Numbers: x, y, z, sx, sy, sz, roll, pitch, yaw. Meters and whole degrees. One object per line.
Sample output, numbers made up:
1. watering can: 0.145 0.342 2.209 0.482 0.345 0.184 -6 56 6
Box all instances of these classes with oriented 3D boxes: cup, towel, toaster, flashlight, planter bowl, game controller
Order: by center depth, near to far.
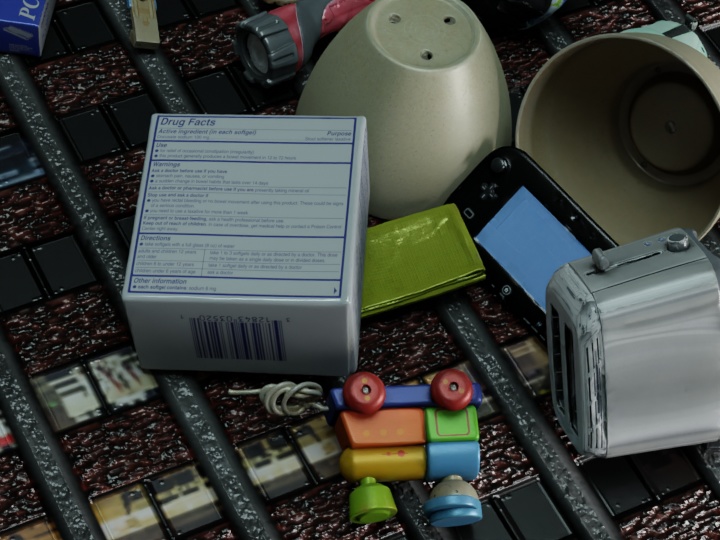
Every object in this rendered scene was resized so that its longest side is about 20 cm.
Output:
1. toaster: 0.224 0.068 1.588 0.129 0.200 0.114 -11 28 -8
2. towel: 0.000 0.000 1.674 0.199 0.018 0.086 -17 57 -9
3. game controller: 0.156 -0.013 1.688 0.104 0.042 0.200 -44 66 3
4. planter bowl: 0.253 -0.117 1.729 0.200 0.201 0.135 35 30 18
5. cup: 0.047 -0.164 1.747 0.200 0.143 0.201 4 53 -6
6. flashlight: -0.022 -0.233 1.841 0.200 0.068 0.068 -25 27 -29

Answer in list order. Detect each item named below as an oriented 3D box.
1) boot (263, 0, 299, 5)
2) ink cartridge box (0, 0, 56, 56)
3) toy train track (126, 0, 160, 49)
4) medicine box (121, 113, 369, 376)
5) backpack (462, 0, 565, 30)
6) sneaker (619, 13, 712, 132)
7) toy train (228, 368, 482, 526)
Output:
1. boot: -0.038 -0.336 1.884 0.075 0.107 0.200 23 53 23
2. ink cartridge box: -0.325 -0.290 1.849 0.094 0.044 0.200 7 52 -1
3. toy train track: -0.217 -0.287 1.873 0.114 0.033 0.200 3 58 -23
4. medicine box: -0.088 -0.025 1.625 0.182 0.103 0.200 1 53 4
5. backpack: 0.127 -0.325 1.860 0.154 0.163 0.200 -35 99 -42
6. sneaker: 0.323 -0.158 1.830 0.200 0.074 0.118 47 37 8
7. toy train: -0.001 0.146 1.551 0.199 0.085 0.116 -2 67 -10
